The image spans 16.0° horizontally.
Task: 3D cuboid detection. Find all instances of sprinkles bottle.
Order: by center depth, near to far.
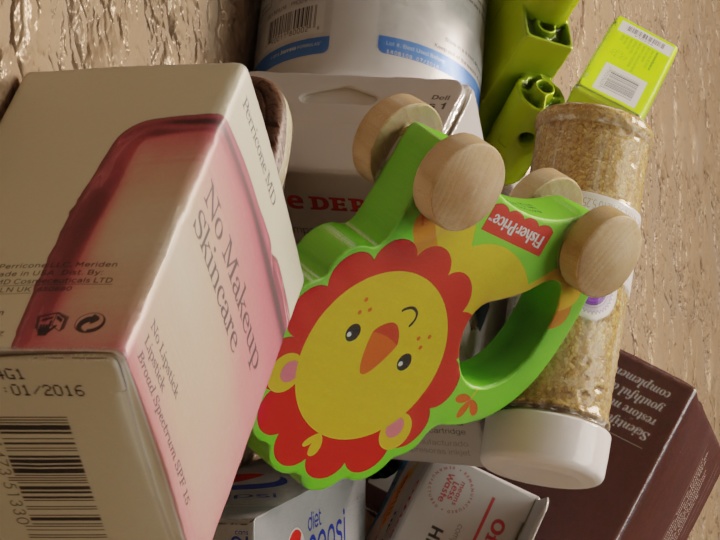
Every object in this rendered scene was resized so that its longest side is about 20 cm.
[{"bbox_3d":[0.112,0.013,1.376,0.068,0.068,0.202,47,50,-66],"label":"sprinkles bottle"}]

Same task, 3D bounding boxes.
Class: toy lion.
[{"bbox_3d":[0.026,0.024,1.263,0.199,0.069,0.193,22,100,-48],"label":"toy lion"}]

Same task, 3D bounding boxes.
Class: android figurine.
[{"bbox_3d":[0.079,-0.131,1.496,0.183,0.041,0.201,-96,-154,-43],"label":"android figurine"}]

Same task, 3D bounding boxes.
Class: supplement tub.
[{"bbox_3d":[0.009,-0.164,1.460,0.132,0.131,0.201,57,36,-61],"label":"supplement tub"}]

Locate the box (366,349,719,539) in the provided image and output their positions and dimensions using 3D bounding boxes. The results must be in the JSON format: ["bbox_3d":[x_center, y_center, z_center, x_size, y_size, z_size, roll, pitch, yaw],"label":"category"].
[{"bbox_3d":[0.124,0.137,1.670,0.165,0.165,0.200,-60,160,-9],"label":"box"}]

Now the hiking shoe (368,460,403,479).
[{"bbox_3d":[0.017,0.023,1.538,0.087,0.074,0.201,-68,175,-62],"label":"hiking shoe"}]

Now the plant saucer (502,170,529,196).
[{"bbox_3d":[0.080,-0.004,1.660,0.200,0.032,0.201,-42,159,-21],"label":"plant saucer"}]

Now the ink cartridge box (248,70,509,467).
[{"bbox_3d":[0.000,0.000,1.382,0.085,0.145,0.201,-61,146,-46],"label":"ink cartridge box"}]

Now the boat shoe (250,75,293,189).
[{"bbox_3d":[-0.081,0.000,1.252,0.075,0.074,0.203,70,36,-53],"label":"boat shoe"}]

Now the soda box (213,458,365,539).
[{"bbox_3d":[-0.052,0.144,1.337,0.200,0.063,0.069,-17,107,-73],"label":"soda box"}]

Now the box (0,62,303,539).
[{"bbox_3d":[-0.107,0.020,1.083,0.201,0.108,0.129,-72,154,-49],"label":"box"}]

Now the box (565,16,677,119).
[{"bbox_3d":[0.117,-0.040,1.521,0.201,0.047,0.122,-65,175,30],"label":"box"}]

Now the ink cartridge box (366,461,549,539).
[{"bbox_3d":[0.041,0.168,1.462,0.116,0.067,0.200,-64,-177,-9],"label":"ink cartridge box"}]
